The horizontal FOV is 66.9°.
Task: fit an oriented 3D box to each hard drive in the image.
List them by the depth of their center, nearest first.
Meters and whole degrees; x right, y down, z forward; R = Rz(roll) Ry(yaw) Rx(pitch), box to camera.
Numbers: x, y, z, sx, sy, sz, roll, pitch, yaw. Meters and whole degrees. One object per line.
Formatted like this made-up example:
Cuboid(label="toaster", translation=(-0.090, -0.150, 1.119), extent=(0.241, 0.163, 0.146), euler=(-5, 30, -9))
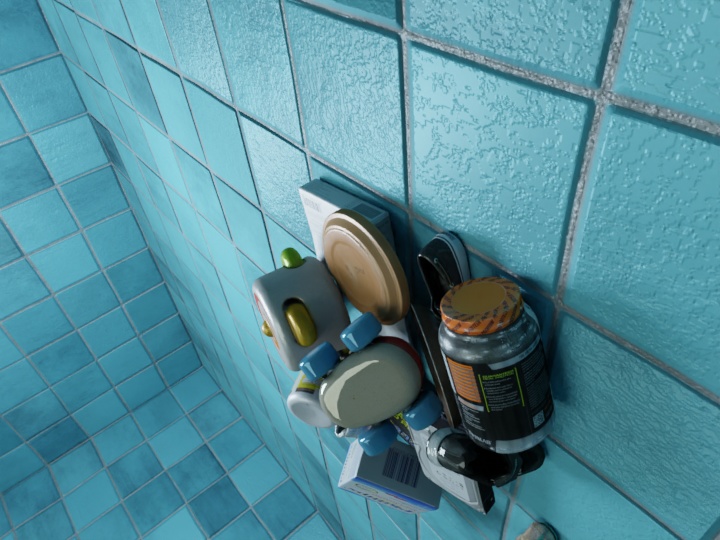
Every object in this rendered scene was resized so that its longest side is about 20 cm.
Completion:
Cuboid(label="hard drive", translation=(0.152, 0.319, 0.933), extent=(0.139, 0.038, 0.201), euler=(20, 139, 42))

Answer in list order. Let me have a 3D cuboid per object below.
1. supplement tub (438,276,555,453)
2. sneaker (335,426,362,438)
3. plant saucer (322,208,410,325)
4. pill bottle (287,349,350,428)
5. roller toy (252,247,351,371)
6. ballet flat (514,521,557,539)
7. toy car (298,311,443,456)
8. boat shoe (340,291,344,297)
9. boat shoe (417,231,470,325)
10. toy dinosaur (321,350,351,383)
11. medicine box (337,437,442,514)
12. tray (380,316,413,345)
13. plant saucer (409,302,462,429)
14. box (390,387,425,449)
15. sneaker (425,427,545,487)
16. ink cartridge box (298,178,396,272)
Cuboid(label="supplement tub", translation=(0.169, 0.117, 0.684), extent=(0.122, 0.122, 0.201), euler=(20, 135, 52))
Cuboid(label="sneaker", translation=(-0.017, 0.376, 1.324), extent=(0.078, 0.099, 0.201), euler=(27, 149, 49))
Cuboid(label="plant saucer", translation=(0.000, 0.000, 0.858), extent=(0.200, 0.032, 0.201), euler=(41, 150, 31))
Cuboid(label="pill bottle", translation=(-0.061, 0.204, 1.092), extent=(0.109, 0.200, 0.110), euler=(15, 140, 13))
Cuboid(label="roller toy", translation=(-0.109, 0.081, 0.969), extent=(0.200, 0.139, 0.183), euler=(53, 160, 38))
Cuboid(label="ballet flat", translation=(0.292, 0.505, 0.965), extent=(0.068, 0.067, 0.201), euler=(38, 149, 36))
Cuboid(label="toy car", translation=(0.034, 0.153, 0.891), extent=(0.177, 0.200, 0.185), euler=(-37, 94, 24))
Cuboid(label="boat shoe", translation=(-0.066, 0.061, 1.139), extent=(0.200, 0.057, 0.067), euler=(144, 129, -61))
Cuboid(label="boat shoe", translation=(0.124, 0.044, 0.758), extent=(0.069, 0.056, 0.201), euler=(17, 133, 54))
Cuboid(label="toy dinosaur", translation=(-0.029, 0.174, 1.021), extent=(0.200, 0.088, 0.048), euler=(-92, -3, -56))
Cuboid(label="medicine box", translation=(0.064, 0.434, 1.162), extent=(0.181, 0.103, 0.200), euler=(21, 150, -2))
Cuboid(label="tray", translation=(0.060, 0.104, 0.982), extent=(0.107, 0.022, 0.201), euler=(27, 141, 48))
Cuboid(label="plant saucer", translation=(0.119, 0.140, 0.822), extent=(0.200, 0.032, 0.201), euler=(-18, -90, -88))
Cuboid(label="box", translation=(0.121, 0.292, 1.030), extent=(0.200, 0.044, 0.160), euler=(40, 151, 18))
Cuboid(label="sneaker", translation=(0.192, 0.263, 0.750), extent=(0.090, 0.199, 0.067), euler=(9, 85, 63))
Cuboid(label="ink cartridge box", translation=(-0.018, -0.046, 0.926), extent=(0.200, 0.045, 0.177), euler=(32, 145, 43))
